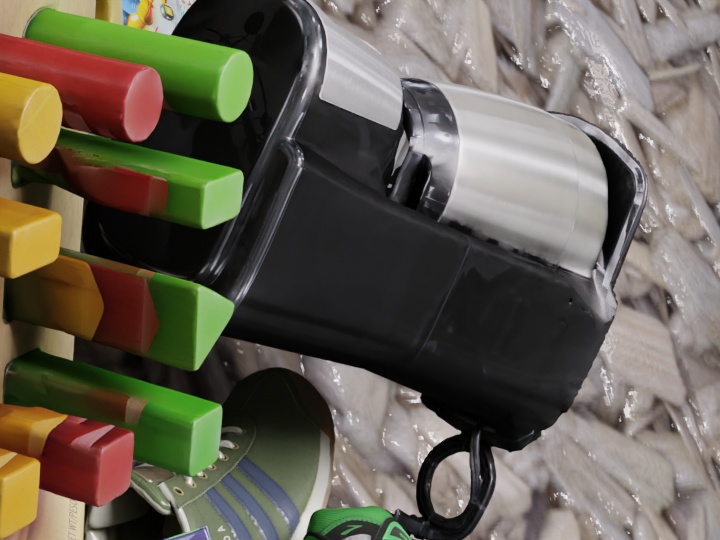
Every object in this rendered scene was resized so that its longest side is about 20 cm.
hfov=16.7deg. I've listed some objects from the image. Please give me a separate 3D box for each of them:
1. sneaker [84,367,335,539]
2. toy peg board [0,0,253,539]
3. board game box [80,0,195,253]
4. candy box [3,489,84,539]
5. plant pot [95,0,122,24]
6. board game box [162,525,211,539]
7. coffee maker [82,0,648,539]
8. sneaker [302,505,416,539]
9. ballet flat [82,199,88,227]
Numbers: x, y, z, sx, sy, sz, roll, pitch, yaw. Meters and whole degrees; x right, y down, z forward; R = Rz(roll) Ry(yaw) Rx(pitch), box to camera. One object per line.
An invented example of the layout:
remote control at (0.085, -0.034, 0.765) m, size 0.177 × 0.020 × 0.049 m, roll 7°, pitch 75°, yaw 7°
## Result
sneaker at (-0.070, 0.103, 1.032) m, size 0.090 × 0.067 × 0.200 m, roll 45°, pitch 41°, yaw -30°
toy peg board at (-0.119, 0.003, 0.814) m, size 0.199 × 0.098 × 0.200 m, roll -30°, pitch 129°, yaw -60°
board game box at (-0.120, -0.092, 1.134) m, size 0.126 × 0.035 × 0.200 m, roll 23°, pitch 50°, yaw -42°
candy box at (-0.163, 0.133, 0.904) m, size 0.115 × 0.055 × 0.200 m, roll 27°, pitch 48°, yaw -37°
plant pot at (-0.224, -0.152, 0.879) m, size 0.195 × 0.200 × 0.195 m, roll -39°, pitch 134°, yaw -54°
board game box at (-0.080, 0.203, 0.855) m, size 0.135 × 0.034 × 0.200 m, roll -13°, pitch 78°, yaw -38°
coffee maker at (0.000, 0.000, 0.994) m, size 0.200 × 0.135 × 0.193 m, roll 18°, pitch 73°, yaw -40°
sneaker at (0.012, 0.148, 1.027) m, size 0.200 × 0.078 × 0.085 m, roll 89°, pitch -8°, yaw -71°
ballet flat at (-0.096, -0.049, 1.038) m, size 0.200 × 0.063 × 0.069 m, roll 15°, pitch 59°, yaw -52°
